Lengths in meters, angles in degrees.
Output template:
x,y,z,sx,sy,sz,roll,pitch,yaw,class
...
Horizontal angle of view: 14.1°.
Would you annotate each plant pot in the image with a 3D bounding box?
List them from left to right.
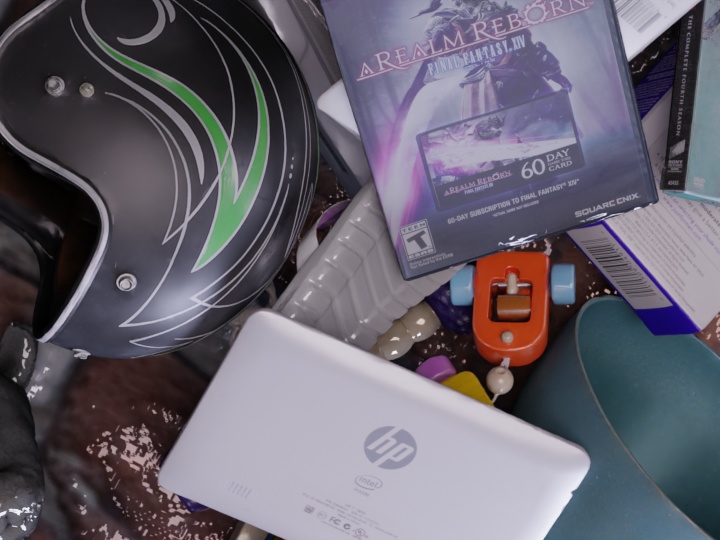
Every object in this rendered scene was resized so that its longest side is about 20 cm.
x,y,z,sx,sy,sz,roll,pitch,yaw,class
0.149,0.133,1.633,0.200,0.200,0.135,40,116,-13,plant pot

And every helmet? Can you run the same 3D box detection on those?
x,y,z,sx,sy,sz,roll,pitch,yaw,class
-0.117,-0.056,1.545,0.200,0.200,0.191,-37,94,-3,helmet

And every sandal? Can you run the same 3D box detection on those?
x,y,z,sx,sy,sz,roll,pitch,yaw,class
-0.003,-0.005,1.567,0.203,0.050,0.083,-46,129,-18,sandal

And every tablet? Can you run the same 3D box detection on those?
x,y,z,sx,sy,sz,roll,pitch,yaw,class
0.007,0.105,1.538,0.199,0.014,0.130,24,121,-12,tablet

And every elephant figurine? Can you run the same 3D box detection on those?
x,y,z,sx,sy,sz,roll,pitch,yaw,class
-0.277,0.111,1.563,0.199,0.155,0.142,10,119,-20,elephant figurine

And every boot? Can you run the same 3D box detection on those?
x,y,z,sx,sy,sz,roll,pitch,yaw,class
0.009,-0.111,1.625,0.095,0.074,0.200,-36,111,-10,boot

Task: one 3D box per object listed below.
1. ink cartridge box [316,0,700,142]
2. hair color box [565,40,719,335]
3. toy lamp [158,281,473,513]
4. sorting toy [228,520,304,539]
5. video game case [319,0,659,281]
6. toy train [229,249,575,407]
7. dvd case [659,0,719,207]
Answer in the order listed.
x,y,z,sx,sy,sz,roll,pitch,yaw,class
0.077,-0.138,1.508,0.200,0.067,0.117,-40,127,18,ink cartridge box
0.205,-0.071,1.637,0.200,0.065,0.109,-46,104,-16,hair color box
-0.024,0.066,1.646,0.200,0.058,0.058,-36,103,-4,toy lamp
-0.012,0.254,1.602,0.198,0.070,0.200,31,78,-11,sorting toy
0.066,-0.093,1.486,0.142,0.019,0.200,-17,130,0,video game case
0.021,0.052,1.601,0.199,0.056,0.151,-4,61,5,toy train
0.227,-0.129,1.581,0.146,0.022,0.201,12,82,-41,dvd case
